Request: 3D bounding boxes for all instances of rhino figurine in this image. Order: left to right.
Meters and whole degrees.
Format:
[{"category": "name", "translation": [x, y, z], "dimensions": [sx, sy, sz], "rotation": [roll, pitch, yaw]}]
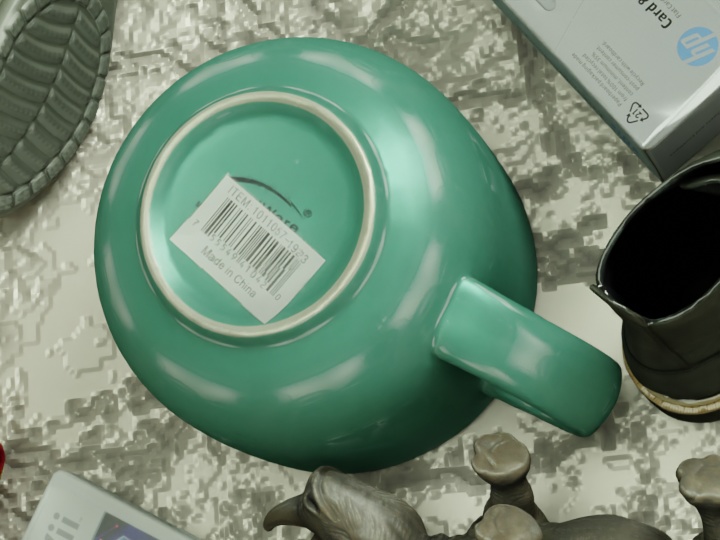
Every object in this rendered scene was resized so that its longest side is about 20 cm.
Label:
[{"category": "rhino figurine", "translation": [0.056, 0.106, 0.757], "dimensions": [0.198, 0.088, 0.060], "rotation": [6, 43, 19]}]

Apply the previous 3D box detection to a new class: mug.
[{"category": "mug", "translation": [-0.005, -0.009, 0.783], "dimensions": [0.184, 0.114, 0.153], "rotation": [-8, 75, 15]}]

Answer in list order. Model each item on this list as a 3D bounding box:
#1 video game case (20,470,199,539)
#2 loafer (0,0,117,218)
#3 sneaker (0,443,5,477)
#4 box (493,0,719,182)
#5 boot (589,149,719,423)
[{"category": "video game case", "translation": [-0.063, 0.181, 0.807], "dimensions": [0.199, 0.018, 0.144], "rotation": [24, 86, 21]}, {"category": "loafer", "translation": [-0.140, -0.116, 0.879], "dimensions": [0.069, 0.075, 0.201], "rotation": [12, 76, 31]}, {"category": "sneaker", "translation": [-0.183, 0.076, 0.845], "dimensions": [0.077, 0.073, 0.200], "rotation": [-35, 65, -11]}, {"category": "box", "translation": [0.131, -0.155, 0.771], "dimensions": [0.200, 0.041, 0.156], "rotation": [-42, 65, 2]}, {"category": "boot", "translation": [0.159, -0.040, 0.728], "dimensions": [0.077, 0.138, 0.201], "rotation": [35, 88, 21]}]
